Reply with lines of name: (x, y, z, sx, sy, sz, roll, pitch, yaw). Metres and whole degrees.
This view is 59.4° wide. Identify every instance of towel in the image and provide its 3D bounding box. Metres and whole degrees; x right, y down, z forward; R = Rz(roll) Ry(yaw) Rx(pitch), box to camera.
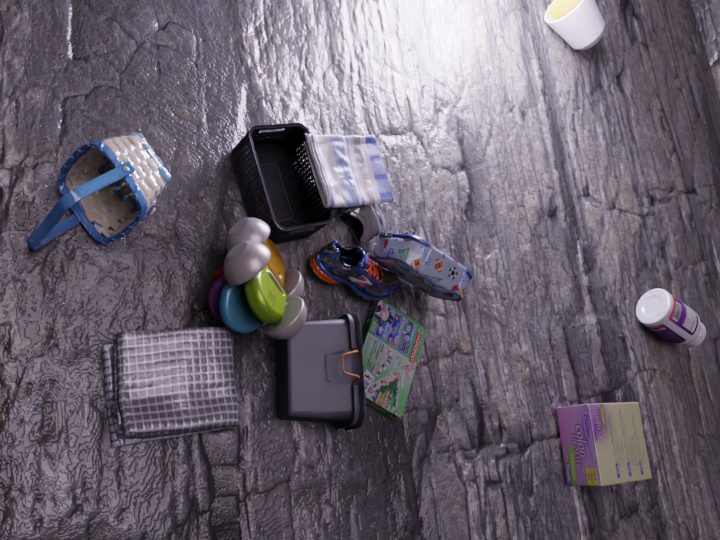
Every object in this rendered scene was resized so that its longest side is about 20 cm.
towel: (-0.018, -0.198, 1.235, 0.198, 0.024, 0.150, -11, 82, -46)
towel: (-0.292, 0.175, 0.987, 0.197, 0.085, 0.169, 0, 74, -34)

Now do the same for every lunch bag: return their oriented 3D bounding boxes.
lunch bag: (0.118, -0.011, 1.288, 0.198, 0.159, 0.077, 33, 79, -28)

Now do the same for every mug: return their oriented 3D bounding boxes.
mug: (0.672, -0.775, 1.930, 0.152, 0.148, 0.189, 38, 64, -28)

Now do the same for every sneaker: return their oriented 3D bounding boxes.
sneaker: (-0.026, -0.145, 1.279, 0.201, 0.074, 0.082, 53, 52, -9)
sneaker: (0.000, 0.000, 1.237, 0.197, 0.079, 0.076, 18, 44, -30)

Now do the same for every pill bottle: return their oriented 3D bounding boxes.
pill bottle: (0.891, 0.142, 1.800, 0.198, 0.111, 0.113, 29, 60, -24)

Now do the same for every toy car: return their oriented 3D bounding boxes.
toy car: (-0.186, 0.028, 1.061, 0.176, 0.148, 0.201, 58, 9, -30)

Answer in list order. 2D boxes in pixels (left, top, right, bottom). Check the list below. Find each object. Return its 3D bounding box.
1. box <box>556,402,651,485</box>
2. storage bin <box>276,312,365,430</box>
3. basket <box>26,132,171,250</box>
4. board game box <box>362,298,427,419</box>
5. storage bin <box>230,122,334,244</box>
box: (0.576, 0.409, 1.496, 0.197, 0.096, 0.180, 6, 72, -34)
storage bin: (-0.074, 0.178, 1.114, 0.132, 0.145, 0.204, 3, 73, -23)
basket: (-0.395, -0.113, 0.953, 0.141, 0.175, 0.200, 57, 42, -9)
board game box: (0.052, 0.174, 1.260, 0.134, 0.029, 0.203, 34, 58, -22)
storage bin: (-0.148, -0.163, 1.191, 0.133, 0.093, 0.204, -13, 82, -36)
